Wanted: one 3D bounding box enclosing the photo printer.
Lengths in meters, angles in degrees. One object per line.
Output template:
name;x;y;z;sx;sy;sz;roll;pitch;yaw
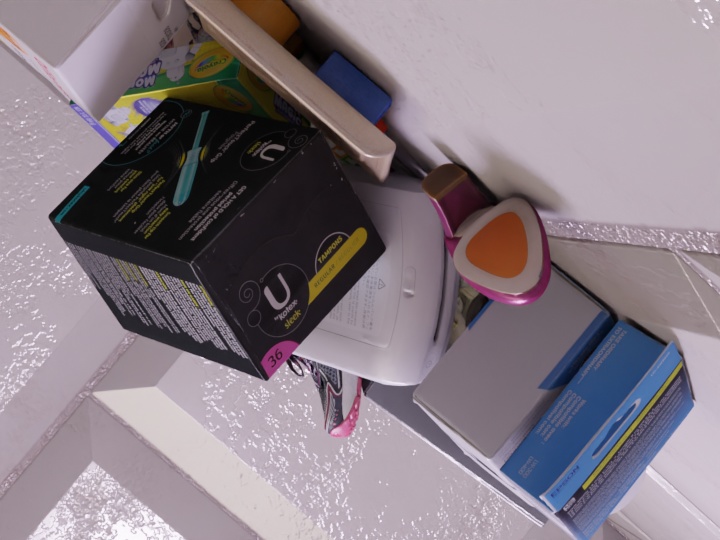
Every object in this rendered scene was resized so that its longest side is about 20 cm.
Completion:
photo printer;0.000;0.000;1.361;0.069;0.168;0.199;-1;-170;-43

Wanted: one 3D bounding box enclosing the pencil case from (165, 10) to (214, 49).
pencil case;-0.111;-0.151;1.523;0.200;0.077;0.090;48;-163;-57

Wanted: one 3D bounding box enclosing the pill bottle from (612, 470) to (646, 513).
pill bottle;0.210;0.176;1.787;0.113;0.114;0.200;43;176;-34

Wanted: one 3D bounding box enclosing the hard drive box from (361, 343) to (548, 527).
hard drive box;0.098;0.129;1.520;0.199;0.077;0.156;36;-177;-5

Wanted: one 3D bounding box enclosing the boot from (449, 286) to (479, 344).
boot;0.068;0.074;1.720;0.072;0.155;0.200;41;176;-20

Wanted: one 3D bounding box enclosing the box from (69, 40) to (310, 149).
box;-0.130;-0.137;1.405;0.198;0.049;0.117;-8;148;28

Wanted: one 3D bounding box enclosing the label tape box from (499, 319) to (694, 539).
label tape box;0.173;0.115;1.230;0.066;0.144;0.200;38;176;24

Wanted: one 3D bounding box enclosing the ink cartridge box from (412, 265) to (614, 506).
ink cartridge box;0.136;0.092;1.328;0.084;0.145;0.200;38;175;23

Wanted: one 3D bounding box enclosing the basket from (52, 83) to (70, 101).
basket;-0.215;-0.198;1.612;0.200;0.136;0.123;39;174;28

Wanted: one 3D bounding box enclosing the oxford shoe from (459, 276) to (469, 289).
oxford shoe;0.055;-0.026;1.516;0.199;0.057;0.076;7;118;59

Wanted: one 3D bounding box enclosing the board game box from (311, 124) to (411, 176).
board game box;0.002;-0.051;1.476;0.200;0.034;0.135;38;149;39

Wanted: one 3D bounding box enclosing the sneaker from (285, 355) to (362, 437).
sneaker;-0.047;0.059;1.494;0.081;0.074;0.202;102;153;-58

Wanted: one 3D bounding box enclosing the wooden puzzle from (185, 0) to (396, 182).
wooden puzzle;-0.041;-0.144;1.209;0.185;0.046;0.200;41;-179;2

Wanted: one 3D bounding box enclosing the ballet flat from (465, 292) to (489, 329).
ballet flat;0.137;0.059;1.579;0.062;0.067;0.200;50;-178;38

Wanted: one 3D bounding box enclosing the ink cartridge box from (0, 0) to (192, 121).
ink cartridge box;-0.232;-0.239;1.228;0.200;0.145;0.147;39;175;9

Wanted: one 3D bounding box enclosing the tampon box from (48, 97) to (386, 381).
tampon box;-0.112;-0.028;1.294;0.199;0.150;0.127;16;145;47

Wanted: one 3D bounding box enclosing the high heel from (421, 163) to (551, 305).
high heel;0.099;-0.002;1.147;0.096;0.067;0.200;54;176;-27
